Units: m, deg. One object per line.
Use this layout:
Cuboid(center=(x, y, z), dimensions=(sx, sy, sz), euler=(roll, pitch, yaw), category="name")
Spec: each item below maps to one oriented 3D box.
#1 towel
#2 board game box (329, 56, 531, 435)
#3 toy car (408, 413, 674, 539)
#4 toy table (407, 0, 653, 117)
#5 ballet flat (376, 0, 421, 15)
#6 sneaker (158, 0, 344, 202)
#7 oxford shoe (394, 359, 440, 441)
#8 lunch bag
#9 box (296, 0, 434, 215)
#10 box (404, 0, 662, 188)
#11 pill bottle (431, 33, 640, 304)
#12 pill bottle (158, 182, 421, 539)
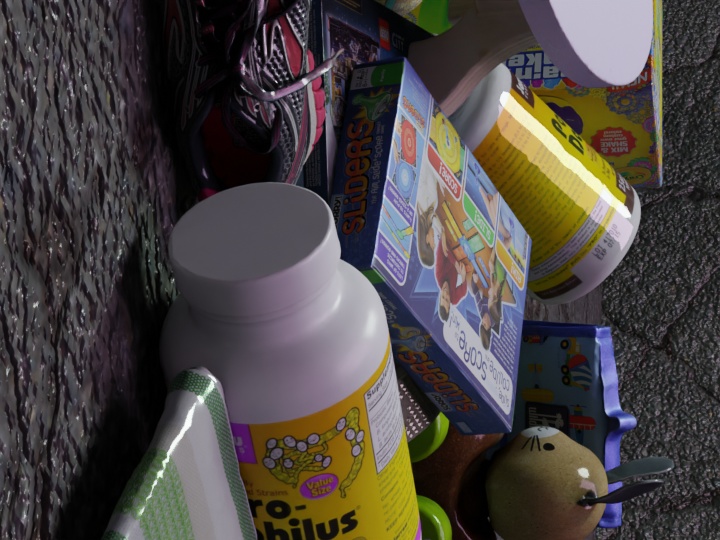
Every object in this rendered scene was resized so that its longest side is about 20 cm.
Cuboid(center=(-0.087, 0.155, 0.758), dimensions=(0.201, 0.030, 0.150), euler=(-64, 151, -50), category="towel")
Cuboid(center=(0.043, -0.009, 1.098), dimensions=(0.200, 0.034, 0.136), euler=(50, 41, -49), category="board game box")
Cuboid(center=(0.121, 0.138, 1.361), dimensions=(0.164, 0.198, 0.160), euler=(-21, 110, -74), category="toy car")
Cuboid(center=(0.089, -0.176, 1.145), dimensions=(0.200, 0.116, 0.185), euler=(47, 48, -53), category="toy table")
Cuboid(center=(0.030, -0.246, 1.346), dimensions=(0.201, 0.070, 0.071), euler=(-79, 163, -49), category="ballet flat")
Cuboid(center=(-0.053, -0.109, 0.854), dimensions=(0.075, 0.080, 0.201), euler=(-74, 160, -50), category="sneaker")
Cuboid(center=(-0.013, 0.081, 1.092), dimensions=(0.200, 0.057, 0.076), euler=(-26, 125, -59), category="oxford shoe")
Cuboid(center=(0.144, 0.117, 1.494), dimensions=(0.093, 0.199, 0.152), euler=(-3, 92, -36), category="lunch bag")
Cuboid(center=(-0.001, -0.088, 1.125), dimensions=(0.200, 0.037, 0.138), euler=(12, 75, -69), category="box")
Cuboid(center=(0.133, -0.170, 1.482), dimensions=(0.122, 0.198, 0.194), euler=(73, 18, -52), category="box")
Cuboid(center=(0.098, -0.074, 1.345), dimensions=(0.200, 0.109, 0.110), euler=(40, 36, -23), category="pill bottle")
Cuboid(center=(-0.033, 0.063, 0.869), dimensions=(0.105, 0.103, 0.201), euler=(-76, 161, -52), category="pill bottle")
